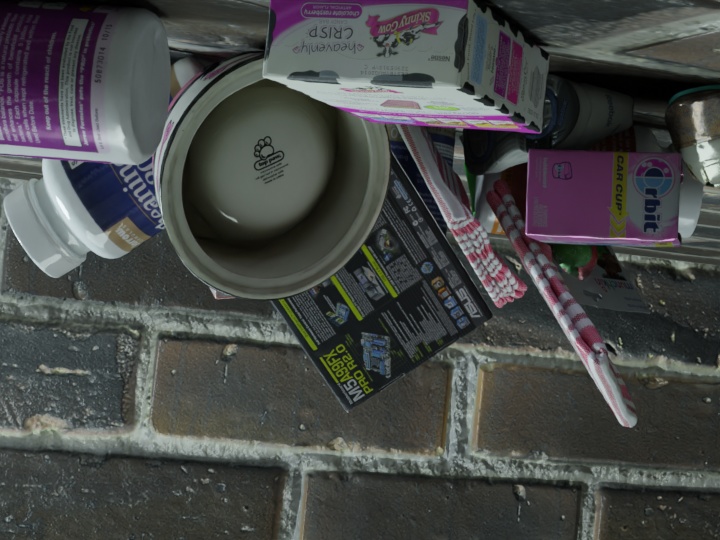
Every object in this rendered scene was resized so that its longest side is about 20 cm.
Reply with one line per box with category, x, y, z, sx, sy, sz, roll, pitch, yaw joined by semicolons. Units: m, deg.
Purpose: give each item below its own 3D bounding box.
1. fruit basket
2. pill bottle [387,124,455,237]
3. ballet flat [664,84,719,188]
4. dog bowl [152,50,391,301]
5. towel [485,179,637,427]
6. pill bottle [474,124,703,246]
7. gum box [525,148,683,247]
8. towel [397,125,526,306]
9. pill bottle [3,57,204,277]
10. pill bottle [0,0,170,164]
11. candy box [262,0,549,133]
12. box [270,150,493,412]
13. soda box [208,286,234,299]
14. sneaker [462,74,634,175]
fruit basket;0.197;-0.048;1.643;0.184;0.094;0.201;8;-139;-48
pill bottle;0.030;-0.053;1.598;0.110;0.203;0.111;5;178;0
ballet flat;0.281;-0.101;1.322;0.067;0.068;0.200;-12;175;15
dog bowl;-0.078;-0.082;1.317;0.198;0.202;0.074;6;-163;-30
towel;0.176;0.028;1.416;0.030;0.201;0.146;-31;149;5
pill bottle;0.208;-0.082;1.524;0.197;0.114;0.112;6;178;-1
gum box;0.196;-0.054;1.307;0.112;0.067;0.200;2;180;11
towel;0.078;-0.064;1.382;0.030;0.147;0.200;-29;153;5
pill bottle;-0.195;-0.081;1.394;0.199;0.112;0.111;-32;172;7
pill bottle;-0.243;-0.137;1.184;0.197;0.114;0.112;5;178;9
candy box;0.036;-0.137;1.102;0.135;0.062;0.200;5;179;20
box;0.000;0.000;1.447;0.159;0.201;0.044;-33;-158;3
soda box;-0.038;-0.017;1.497;0.197;0.069;0.064;-4;-172;-10
sneaker;0.148;-0.115;1.365;0.086;0.076;0.199;1;-179;-26
